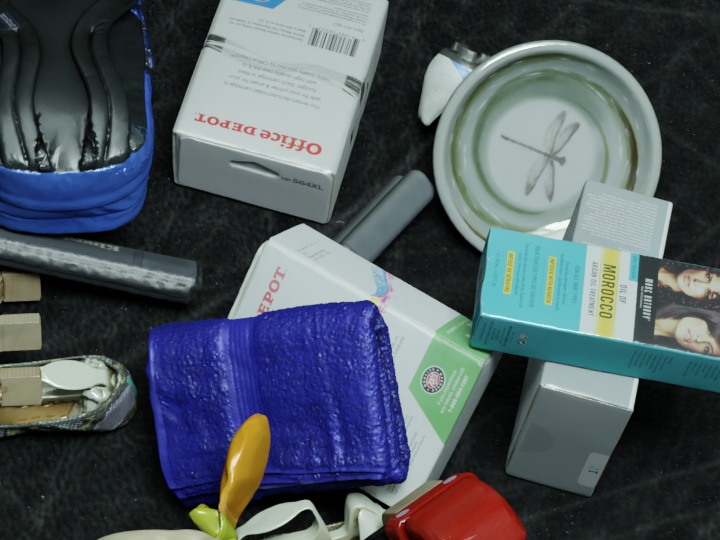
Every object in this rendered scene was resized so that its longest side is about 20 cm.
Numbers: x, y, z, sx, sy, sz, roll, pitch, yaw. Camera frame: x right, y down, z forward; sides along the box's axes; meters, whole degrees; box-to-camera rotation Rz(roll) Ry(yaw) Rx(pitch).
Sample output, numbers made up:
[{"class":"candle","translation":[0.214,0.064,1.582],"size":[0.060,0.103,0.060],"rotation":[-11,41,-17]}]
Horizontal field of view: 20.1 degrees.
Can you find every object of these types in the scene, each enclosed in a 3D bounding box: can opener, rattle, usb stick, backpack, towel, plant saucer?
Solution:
[{"class":"can opener","translation":[0.000,0.000,1.725],"size":[0.067,0.053,0.200],"rotation":[51,61,-13]},{"class":"rattle","translation":[-0.170,0.189,1.511],"size":[0.200,0.130,0.143],"rotation":[-13,76,35]},{"class":"usb stick","translation":[-0.229,-0.009,1.683],"size":[0.199,0.033,0.055],"rotation":[12,22,-8]},{"class":"backpack","translation":[-0.245,-0.122,1.689],"size":[0.162,0.168,0.200],"rotation":[-7,53,-8]},{"class":"towel","translation":[-0.068,0.105,1.558],"size":[0.199,0.050,0.148],"rotation":[-8,97,21]},{"class":"plant saucer","translation":[0.159,-0.101,1.757],"size":[0.199,0.050,0.201],"rotation":[-1,101,-6]}]

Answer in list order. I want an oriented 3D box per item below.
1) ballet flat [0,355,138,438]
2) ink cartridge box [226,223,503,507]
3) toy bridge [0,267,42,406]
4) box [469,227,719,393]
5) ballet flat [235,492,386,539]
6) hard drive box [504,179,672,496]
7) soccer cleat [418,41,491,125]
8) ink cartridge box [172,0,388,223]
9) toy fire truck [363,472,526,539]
[{"class":"ballet flat","translation":[-0.277,0.097,1.612],"size":[0.200,0.072,0.072],"rotation":[-4,59,-9]},{"class":"ink cartridge box","translation":[-0.007,0.075,1.603],"size":[0.200,0.146,0.087],"rotation":[29,18,11]},{"class":"toy bridge","translation":[-0.286,0.051,1.603],"size":[0.067,0.027,0.200],"rotation":[-2,26,-8]},{"class":"box","translation":[0.187,0.030,1.536],"size":[0.199,0.049,0.083],"rotation":[10,58,-2]},{"class":"ballet flat","translation":[-0.029,0.211,1.562],"size":[0.199,0.076,0.068],"rotation":[-9,19,-10]},{"class":"hard drive box","translation":[0.183,0.055,1.640],"size":[0.077,0.156,0.200],"rotation":[16,59,2]},{"class":"soccer cleat","translation":[0.144,-0.132,1.812],"size":[0.199,0.070,0.087],"rotation":[22,102,-10]},{"class":"ink cartridge box","translation":[-0.070,-0.157,1.783],"size":[0.145,0.084,0.200],"rotation":[15,59,3]},{"class":"toy fire truck","translation":[0.096,0.246,1.464],"size":[0.128,0.200,0.176],"rotation":[-32,96,-24]}]
